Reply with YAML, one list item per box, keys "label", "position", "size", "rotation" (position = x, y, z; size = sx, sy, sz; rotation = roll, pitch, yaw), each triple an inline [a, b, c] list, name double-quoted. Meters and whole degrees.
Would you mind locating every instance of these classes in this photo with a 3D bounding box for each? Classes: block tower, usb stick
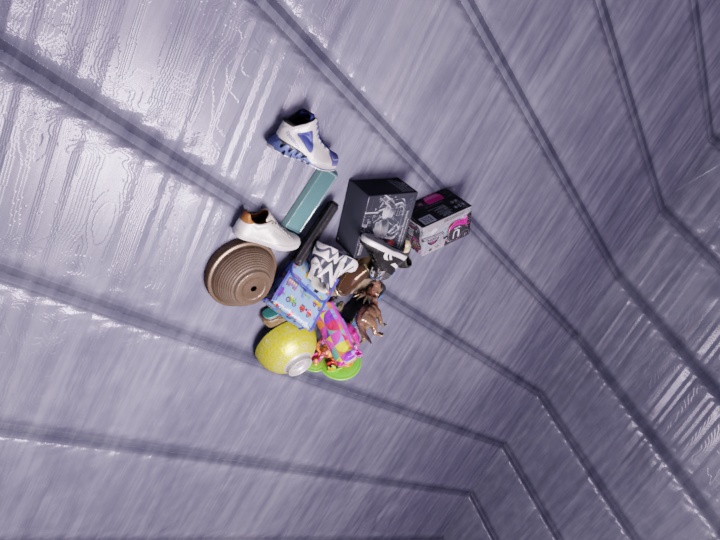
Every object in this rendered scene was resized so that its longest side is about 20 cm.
- label: "block tower"
  position: [-0.037, 0.037, 1.738]
  size: [0.198, 0.054, 0.058]
  rotation: [-3, 123, -39]
- label: "usb stick"
  position: [-0.124, -0.101, 1.523]
  size: [0.032, 0.055, 0.201]
  rotation: [35, 82, -20]

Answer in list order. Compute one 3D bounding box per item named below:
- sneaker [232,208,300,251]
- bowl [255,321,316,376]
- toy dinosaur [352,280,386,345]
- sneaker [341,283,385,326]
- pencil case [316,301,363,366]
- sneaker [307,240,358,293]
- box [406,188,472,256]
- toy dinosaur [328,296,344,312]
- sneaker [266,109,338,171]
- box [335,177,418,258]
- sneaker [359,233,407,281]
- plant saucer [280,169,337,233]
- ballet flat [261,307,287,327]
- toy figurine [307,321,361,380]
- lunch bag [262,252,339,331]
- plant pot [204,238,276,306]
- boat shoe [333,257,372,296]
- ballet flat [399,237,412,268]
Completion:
- label: "sneaker"
  position: [-0.224, -0.107, 1.441]
  size: [0.199, 0.073, 0.085]
  rotation: [11, 119, -44]
- label: "bowl"
  position: [-0.205, 0.250, 1.689]
  size: [0.199, 0.108, 0.201]
  rotation: [-28, 150, -18]
- label: "toy dinosaur"
  position: [0.018, 0.134, 1.714]
  size: [0.201, 0.085, 0.136]
  rotation: [-69, 144, -48]
- label: "sneaker"
  position: [0.007, 0.118, 1.841]
  size: [0.200, 0.066, 0.079]
  rotation: [-45, 153, -4]
- label: "pencil case"
  position: [-0.068, 0.184, 1.653]
  size: [0.088, 0.201, 0.089]
  rotation: [-27, 159, -11]
- label: "sneaker"
  position: [-0.085, 0.007, 1.558]
  size: [0.131, 0.079, 0.199]
  rotation: [-65, 158, -2]
- label: "box"
  position: [0.233, -0.151, 1.761]
  size: [0.199, 0.132, 0.116]
  rotation: [-25, 135, -23]
- label: "toy dinosaur"
  position: [-0.118, 0.109, 1.734]
  size: [0.198, 0.048, 0.089]
  rotation: [-4, 131, -35]
- label: "sneaker"
  position: [-0.120, -0.319, 1.358]
  size: [0.198, 0.081, 0.116]
  rotation: [11, 116, -44]
- label: "box"
  position: [0.045, -0.153, 1.618]
  size: [0.181, 0.104, 0.202]
  rotation: [-10, 128, -35]
- label: "sneaker"
  position: [0.047, -0.026, 1.586]
  size: [0.199, 0.073, 0.112]
  rotation: [22, 107, -50]
- label: "plant saucer"
  position: [-0.133, -0.188, 1.501]
  size: [0.070, 0.019, 0.201]
  rotation: [24, 103, -49]
- label: "ballet flat"
  position: [-0.197, 0.115, 1.655]
  size: [0.199, 0.068, 0.073]
  rotation: [-26, 145, -20]
- label: "toy figurine"
  position: [-0.079, 0.237, 1.771]
  size: [0.197, 0.151, 0.185]
  rotation: [1, 141, -12]
- label: "lunch bag"
  position: [-0.158, 0.045, 1.583]
  size: [0.150, 0.094, 0.201]
  rotation: [40, 70, -23]
- label: "plant pot"
  position: [-0.297, 0.023, 1.470]
  size: [0.199, 0.093, 0.202]
  rotation: [-24, 135, -26]
- label: "boat shoe"
  position: [-0.004, -0.005, 1.672]
  size: [0.075, 0.074, 0.203]
  rotation: [50, 59, -22]
- label: "ballet flat"
  position: [0.142, -0.058, 1.763]
  size: [0.056, 0.067, 0.200]
  rotation: [3, 164, 1]
